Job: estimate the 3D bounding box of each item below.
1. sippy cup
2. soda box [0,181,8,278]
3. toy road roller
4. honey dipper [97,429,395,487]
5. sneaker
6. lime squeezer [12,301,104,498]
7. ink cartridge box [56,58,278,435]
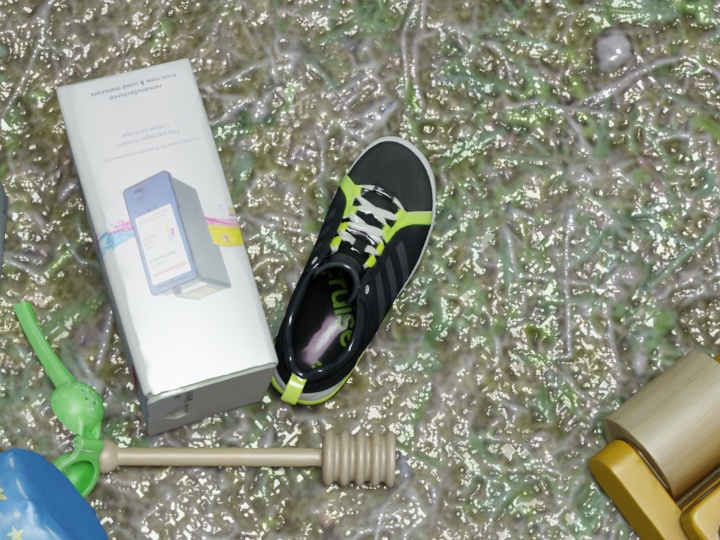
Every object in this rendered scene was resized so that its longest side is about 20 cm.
[{"bbox_3d":[-0.222,0.178,0.982,0.130,0.178,0.140,-40,52,4],"label":"sippy cup"},{"bbox_3d":[-0.268,0.036,1.061,0.063,0.068,0.201,4,78,-4],"label":"soda box"},{"bbox_3d":[0.252,0.144,1.042,0.123,0.146,0.200,-36,83,-12],"label":"toy road roller"},{"bbox_3d":[-0.077,0.121,1.075,0.199,0.038,0.038,1,77,-3],"label":"honey dipper"},{"bbox_3d":[0.000,0.000,1.085,0.072,0.083,0.200,22,76,0],"label":"sneaker"},{"bbox_3d":[-0.195,0.114,1.053,0.070,0.038,0.201,-7,78,19],"label":"lime squeezer"},{"bbox_3d":[-0.122,-0.010,1.044,0.087,0.145,0.201,-14,78,-9],"label":"ink cartridge box"}]
